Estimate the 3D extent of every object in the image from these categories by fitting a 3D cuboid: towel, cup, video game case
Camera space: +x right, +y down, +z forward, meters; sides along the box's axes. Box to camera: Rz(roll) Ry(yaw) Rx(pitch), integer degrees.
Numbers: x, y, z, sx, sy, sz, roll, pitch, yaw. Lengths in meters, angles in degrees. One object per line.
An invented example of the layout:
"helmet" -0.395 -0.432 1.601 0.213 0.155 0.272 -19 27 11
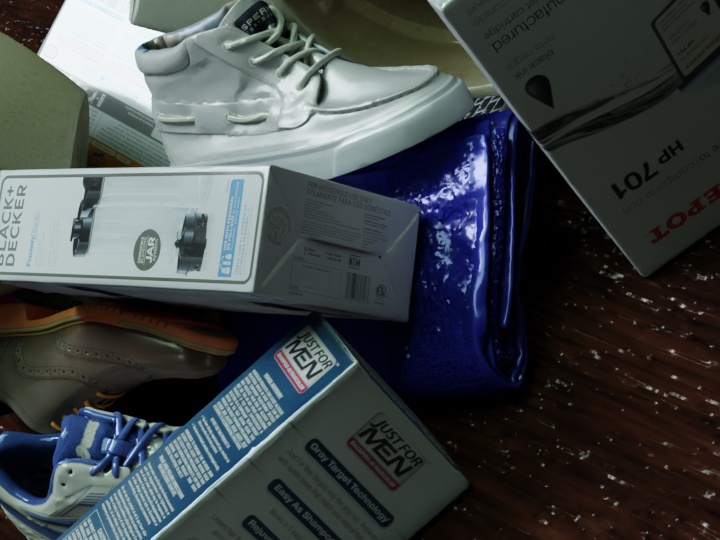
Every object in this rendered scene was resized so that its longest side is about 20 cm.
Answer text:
"towel" 0.000 0.000 0.952 0.200 0.050 0.148 -12 66 41
"cup" -0.231 -0.059 1.027 0.143 0.200 0.200 7 43 -3
"video game case" -0.158 -0.070 1.095 0.143 0.018 0.200 29 92 27

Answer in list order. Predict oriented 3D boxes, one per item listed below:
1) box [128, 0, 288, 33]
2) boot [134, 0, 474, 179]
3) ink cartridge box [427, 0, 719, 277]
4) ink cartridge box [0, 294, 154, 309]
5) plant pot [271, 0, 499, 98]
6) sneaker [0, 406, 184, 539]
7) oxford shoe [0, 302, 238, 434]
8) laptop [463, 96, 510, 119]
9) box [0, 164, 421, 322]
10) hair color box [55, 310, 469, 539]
"box" -0.088 -0.204 1.102 0.200 0.095 0.078 -100 24 -65
"boot" -0.039 -0.100 0.948 0.200 0.096 0.074 -10 21 39
"ink cartridge box" 0.133 -0.116 0.855 0.146 0.200 0.086 -37 35 8
"ink cartridge box" -0.178 -0.039 1.185 0.200 0.084 0.176 -44 35 -3
"plant pot" 0.057 -0.227 0.982 0.200 0.201 0.184 -18 33 31
"sneaker" -0.118 0.111 0.953 0.200 0.088 0.075 -16 41 32
"oxford shoe" -0.146 0.057 1.009 0.200 0.071 0.073 -2 80 43
"laptop" 0.042 -0.144 1.045 0.187 0.116 0.200 -57 18 -20
"box" -0.083 -0.013 0.921 0.200 0.117 0.060 1 82 42
"hair color box" -0.058 0.125 0.866 0.200 0.100 0.061 -41 32 1
